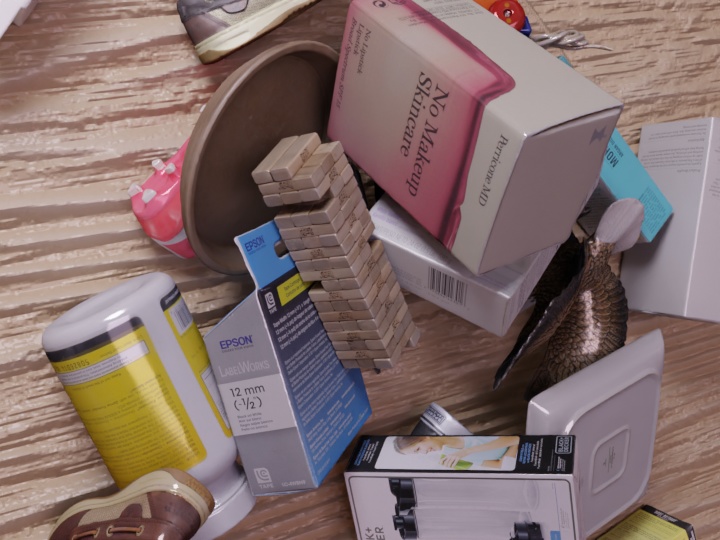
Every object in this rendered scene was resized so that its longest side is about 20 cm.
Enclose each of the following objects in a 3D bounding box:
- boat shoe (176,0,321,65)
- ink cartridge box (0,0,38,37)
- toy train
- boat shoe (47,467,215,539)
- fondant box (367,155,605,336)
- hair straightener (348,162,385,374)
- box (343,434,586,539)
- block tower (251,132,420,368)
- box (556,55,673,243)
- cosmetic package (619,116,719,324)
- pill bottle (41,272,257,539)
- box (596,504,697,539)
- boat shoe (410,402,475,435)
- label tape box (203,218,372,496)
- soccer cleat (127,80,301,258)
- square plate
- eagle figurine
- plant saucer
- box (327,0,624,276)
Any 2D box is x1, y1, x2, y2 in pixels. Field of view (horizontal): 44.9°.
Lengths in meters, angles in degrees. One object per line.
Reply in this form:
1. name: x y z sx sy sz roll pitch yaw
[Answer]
1. boat shoe: -0.064 -0.249 0.735 0.199 0.073 0.065 -39 112 -17
2. ink cartridge box: -0.269 -0.268 0.644 0.115 0.068 0.201 34 79 -22
3. toy train: 0.128 -0.253 0.794 0.197 0.085 0.117 0 80 -2
4. boat shoe: -0.188 0.215 0.649 0.072 0.199 0.072 46 35 -20
5. fondant box: 0.108 -0.058 0.761 0.200 0.143 0.059 -51 156 -31
6. hair straightener: 0.000 0.000 0.804 0.076 0.041 0.203 -9 101 -23
7. box: 0.094 0.209 0.768 0.197 0.060 0.118 -2 113 18
8. block tower: -0.015 -0.008 0.701 0.058 0.053 0.201 -55 130 -44
9. box: 0.219 -0.114 0.865 0.200 0.082 0.049 48 72 -19
10. cosmetic package: 0.343 -0.050 0.912 0.084 0.107 0.203 7 92 -25
11. pill bottle: -0.159 0.112 0.693 0.111 0.112 0.202 -28 104 -20
12. box: 0.261 0.326 0.917 0.198 0.075 0.051 -27 105 -21
13. boat shoe: 0.120 0.210 0.846 0.199 0.073 0.068 41 85 -28
14. label tape box: -0.063 0.059 0.718 0.065 0.143 0.202 -13 100 22
15. soccer cleat: -0.108 -0.100 0.736 0.200 0.066 0.077 -49 130 -15
16. square plate: 0.228 0.178 0.833 0.197 0.028 0.202 -20 120 -35
17. eagle figurine: 0.189 0.028 0.825 0.150 0.151 0.202 6 60 -8
18. plant saucer: -0.075 -0.091 0.707 0.200 0.029 0.201 -42 149 -33
19. box: 0.078 -0.114 0.675 0.108 0.200 0.129 -19 140 -33
